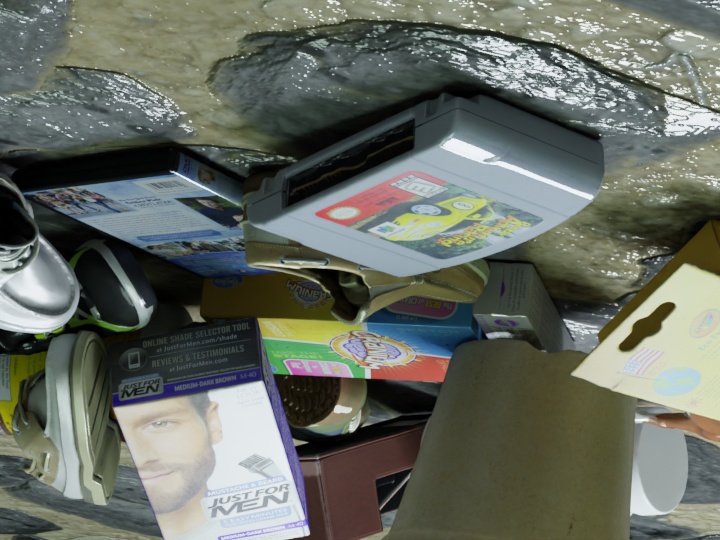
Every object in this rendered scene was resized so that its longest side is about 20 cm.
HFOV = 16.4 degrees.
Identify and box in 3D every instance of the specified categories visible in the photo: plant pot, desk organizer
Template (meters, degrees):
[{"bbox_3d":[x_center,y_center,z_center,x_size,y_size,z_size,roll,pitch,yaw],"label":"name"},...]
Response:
[{"bbox_3d":[0.112,0.153,1.724,0.200,0.184,0.200,12,164,4],"label":"plant pot"},{"bbox_3d":[0.007,0.172,2.047,0.072,0.077,0.200,-7,-177,39],"label":"desk organizer"}]

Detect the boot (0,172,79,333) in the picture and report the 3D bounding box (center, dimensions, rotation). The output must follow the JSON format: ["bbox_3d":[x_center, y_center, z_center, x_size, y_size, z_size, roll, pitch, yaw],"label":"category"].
[{"bbox_3d":[-0.236,-0.016,1.608,0.096,0.074,0.200,6,157,46],"label":"boot"}]

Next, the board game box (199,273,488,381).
[{"bbox_3d":[0.002,0.040,1.803,0.200,0.040,0.153,2,163,16],"label":"board game box"}]

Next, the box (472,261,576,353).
[{"bbox_3d":[0.118,0.043,1.768,0.039,0.042,0.200,2,164,15],"label":"box"}]

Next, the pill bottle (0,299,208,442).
[{"bbox_3d":[-0.194,0.075,1.879,0.200,0.109,0.109,2,163,16],"label":"pill bottle"}]

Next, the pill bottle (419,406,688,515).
[{"bbox_3d":[0.156,0.155,2.000,0.200,0.112,0.112,-5,160,36],"label":"pill bottle"}]

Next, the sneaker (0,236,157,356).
[{"bbox_3d":[-0.216,0.034,1.757,0.200,0.083,0.072,-18,107,56],"label":"sneaker"}]

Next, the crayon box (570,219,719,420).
[{"bbox_3d":[0.245,0.038,1.598,0.200,0.051,0.127,17,134,-30],"label":"crayon box"}]

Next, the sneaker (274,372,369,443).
[{"bbox_3d":[-0.027,0.100,1.981,0.090,0.067,0.200,10,168,-28],"label":"sneaker"}]

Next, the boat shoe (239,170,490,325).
[{"bbox_3d":[0.000,0.000,1.609,0.200,0.076,0.072,19,160,-35],"label":"boat shoe"}]

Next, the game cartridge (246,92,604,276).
[{"bbox_3d":[0.043,-0.046,1.478,0.133,0.041,0.200,14,156,-36],"label":"game cartridge"}]

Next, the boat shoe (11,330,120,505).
[{"bbox_3d":[-0.214,0.107,1.772,0.068,0.075,0.200,10,146,5],"label":"boat shoe"}]

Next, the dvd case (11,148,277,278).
[{"bbox_3d":[-0.113,-0.035,1.642,0.143,0.018,0.200,-5,161,37],"label":"dvd case"}]

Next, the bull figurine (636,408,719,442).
[{"bbox_3d":[0.250,0.076,1.784,0.121,0.065,0.200,11,158,10],"label":"bull figurine"}]

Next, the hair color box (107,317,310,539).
[{"bbox_3d":[-0.107,0.124,1.801,0.109,0.065,0.200,-11,139,3],"label":"hair color box"}]
